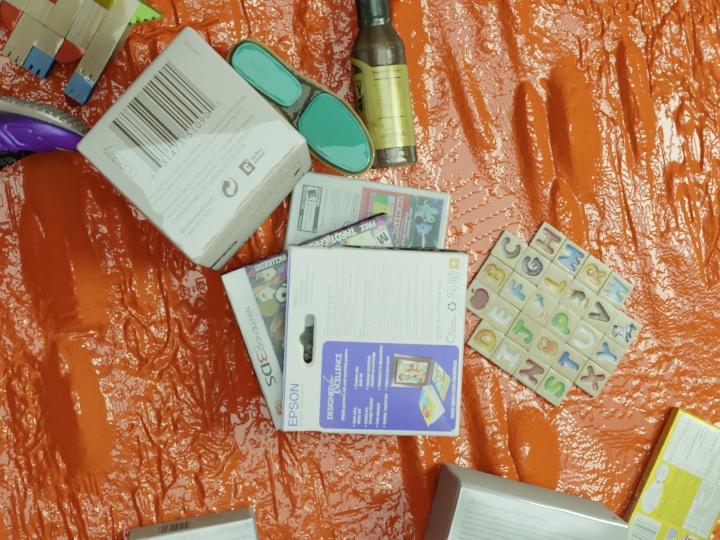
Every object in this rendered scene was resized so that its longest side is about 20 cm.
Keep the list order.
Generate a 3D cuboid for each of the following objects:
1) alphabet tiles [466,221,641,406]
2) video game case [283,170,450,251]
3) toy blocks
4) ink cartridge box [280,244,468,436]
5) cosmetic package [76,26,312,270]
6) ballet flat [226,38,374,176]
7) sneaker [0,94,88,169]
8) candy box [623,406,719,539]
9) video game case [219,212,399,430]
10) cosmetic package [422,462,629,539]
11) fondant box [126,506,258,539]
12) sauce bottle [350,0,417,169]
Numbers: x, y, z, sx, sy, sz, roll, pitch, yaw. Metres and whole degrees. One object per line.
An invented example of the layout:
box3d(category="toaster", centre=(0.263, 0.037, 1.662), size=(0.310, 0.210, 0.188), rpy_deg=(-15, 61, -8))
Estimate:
box3d(category="alphabet tiles", centre=(0.219, 0.051, 1.450), size=(0.199, 0.006, 0.168), rpy_deg=(34, 89, -7))
box3d(category="video game case", centre=(0.000, 0.000, 1.416), size=(0.179, 0.023, 0.203), rpy_deg=(8, 91, -7))
box3d(category="toy blocks", centre=(-0.328, -0.268, 1.339), size=(0.199, 0.100, 0.138), rpy_deg=(32, 100, -7))
box3d(category="ink cartridge box", centre=(0.013, 0.074, 1.351), size=(0.197, 0.043, 0.202), rpy_deg=(3, 93, -10))
box3d(category="cosmetic package", centre=(-0.162, -0.116, 1.294), size=(0.165, 0.200, 0.165), rpy_deg=(43, 89, 2))
box3d(category="ballet flat", centre=(-0.063, -0.178, 1.377), size=(0.200, 0.063, 0.069), rpy_deg=(43, 85, -1))
box3d(category="sneaker", centre=(-0.389, -0.136, 1.347), size=(0.197, 0.070, 0.101), rpy_deg=(13, 98, -3))
box3d(category="candy box", centre=(0.370, 0.271, 1.468), size=(0.101, 0.026, 0.202), rpy_deg=(25, 90, -9))
box3d(category="video game case", centre=(-0.033, 0.055, 1.384), size=(0.197, 0.036, 0.184), rpy_deg=(-20, 96, -6))
box3d(category="cosmetic package", centre=(0.168, 0.342, 1.401), size=(0.196, 0.123, 0.203), rpy_deg=(15, 92, -7))
box3d(category="fondant box", centre=(-0.173, 0.378, 1.398), size=(0.142, 0.058, 0.203), rpy_deg=(-9, 95, -6))
box3d(category="sauce bottle", centre=(0.022, -0.214, 1.388), size=(0.064, 0.065, 0.203), rpy_deg=(-6, 92, -6))
